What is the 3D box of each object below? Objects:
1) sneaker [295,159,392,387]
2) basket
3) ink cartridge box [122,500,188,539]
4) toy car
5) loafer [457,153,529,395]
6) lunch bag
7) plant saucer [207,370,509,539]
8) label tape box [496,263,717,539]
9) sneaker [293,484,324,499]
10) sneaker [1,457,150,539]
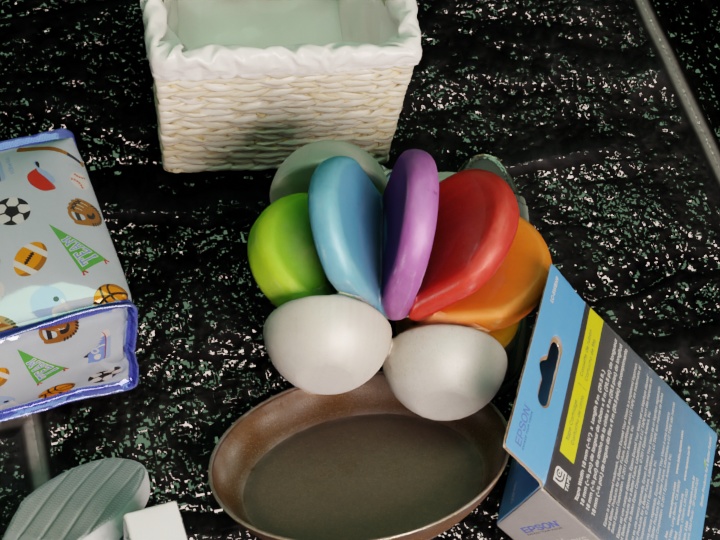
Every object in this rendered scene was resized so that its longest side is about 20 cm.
[{"bbox_3d":[0.000,0.000,1.038,0.084,0.077,0.201,18,59,-1],"label":"sneaker"},{"bbox_3d":[-0.071,-0.192,1.092,0.198,0.161,0.200,-3,60,-10],"label":"basket"},{"bbox_3d":[-0.102,0.250,0.859,0.039,0.100,0.201,-11,62,-15],"label":"ink cartridge box"},{"bbox_3d":[0.031,-0.012,0.928,0.198,0.150,0.176,14,55,-17],"label":"toy car"},{"bbox_3d":[0.101,-0.008,1.062,0.071,0.063,0.202,4,59,-5],"label":"loafer"},{"bbox_3d":[-0.266,0.010,0.962,0.198,0.124,0.171,-14,55,-17],"label":"lunch bag"},{"bbox_3d":[0.000,0.129,0.936,0.198,0.032,0.201,-6,27,3],"label":"plant saucer"},{"bbox_3d":[0.145,0.116,0.926,0.200,0.063,0.145,43,48,-27],"label":"label tape box"},{"bbox_3d":[0.013,0.211,0.903,0.069,0.090,0.201,-21,64,-19],"label":"sneaker"},{"bbox_3d":[-0.194,0.195,0.896,0.072,0.071,0.200,9,32,21],"label":"sneaker"}]
